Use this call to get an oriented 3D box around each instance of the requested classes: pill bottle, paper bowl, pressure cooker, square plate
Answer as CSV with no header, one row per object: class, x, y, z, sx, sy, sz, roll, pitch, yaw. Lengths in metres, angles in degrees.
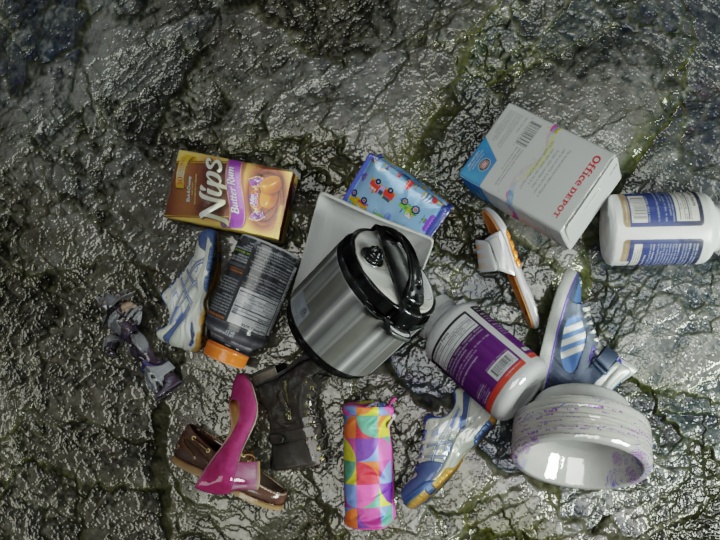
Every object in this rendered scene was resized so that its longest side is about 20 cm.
pill bottle,0.178,0.126,1.232,0.113,0.112,0.200,-48,61,-2
pill bottle,0.478,-0.065,1.245,0.198,0.111,0.112,-1,83,5
paper bowl,0.323,0.238,1.184,0.199,0.201,0.105,7,57,5
pressure cooker,0.012,0.040,1.170,0.176,0.178,0.200,47,117,6
square plate,0.000,0.000,1.277,0.197,0.028,0.201,23,113,13
pill bottle,-0.181,0.052,1.286,0.105,0.106,0.201,22,86,7

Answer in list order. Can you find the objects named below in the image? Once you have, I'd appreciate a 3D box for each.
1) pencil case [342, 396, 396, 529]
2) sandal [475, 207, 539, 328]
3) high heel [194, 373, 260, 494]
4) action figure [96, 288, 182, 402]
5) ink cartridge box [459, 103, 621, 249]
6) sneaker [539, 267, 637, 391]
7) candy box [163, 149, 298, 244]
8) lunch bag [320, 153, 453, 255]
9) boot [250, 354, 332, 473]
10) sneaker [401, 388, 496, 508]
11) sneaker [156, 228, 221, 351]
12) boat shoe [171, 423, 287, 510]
pencil case,0.014,0.298,1.256,0.088,0.088,0.202,0,85,4
sandal,0.221,0.001,1.274,0.059,0.079,0.208,-21,84,-1
high heel,-0.210,0.248,1.250,0.095,0.067,0.201,6,57,-21
action figure,-0.362,0.114,1.293,0.069,0.130,0.201,-34,84,-34
ink cartridge box,0.279,-0.146,1.250,0.200,0.085,0.145,35,88,32
sneaker,0.357,0.109,1.244,0.145,0.081,0.202,14,89,13
candy box,-0.213,-0.121,1.334,0.198,0.056,0.118,11,85,7
lunch bag,0.029,-0.064,1.303,0.150,0.094,0.201,36,103,7
boot,-0.077,0.222,1.274,0.199,0.069,0.176,-21,83,24
sneaker,0.121,0.273,1.255,0.088,0.075,0.200,40,79,16
sneaker,-0.282,0.027,1.313,0.087,0.075,0.202,10,84,6
boat shoe,-0.202,0.310,1.277,0.199,0.070,0.071,24,87,7
